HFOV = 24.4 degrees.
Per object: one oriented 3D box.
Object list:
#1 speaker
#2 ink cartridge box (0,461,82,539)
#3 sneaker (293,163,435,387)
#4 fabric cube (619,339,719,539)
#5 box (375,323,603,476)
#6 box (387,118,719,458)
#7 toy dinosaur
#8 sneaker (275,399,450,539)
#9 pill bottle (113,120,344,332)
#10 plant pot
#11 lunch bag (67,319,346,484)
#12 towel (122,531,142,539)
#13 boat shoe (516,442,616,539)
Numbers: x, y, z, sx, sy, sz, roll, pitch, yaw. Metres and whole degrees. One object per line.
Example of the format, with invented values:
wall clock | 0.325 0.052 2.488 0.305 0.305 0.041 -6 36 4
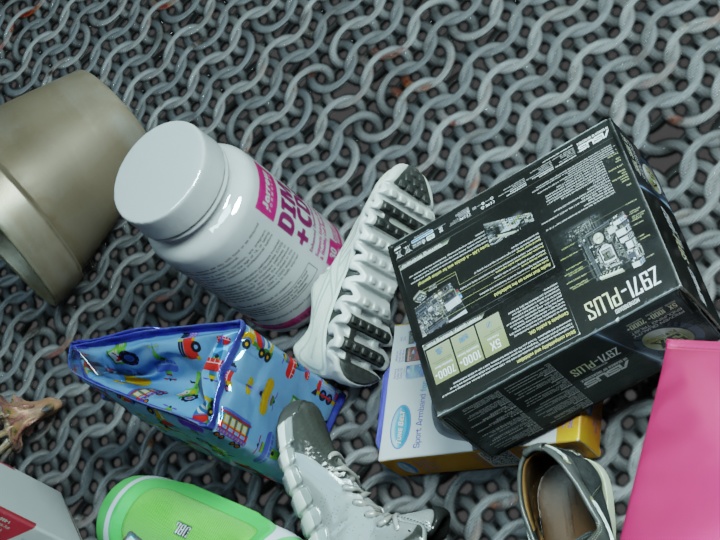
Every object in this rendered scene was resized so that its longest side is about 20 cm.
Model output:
speaker | -0.123 0.228 1.344 0.200 0.088 0.089 15 74 42
ink cartridge box | -0.367 0.263 1.464 0.200 0.146 0.083 -43 46 8
sneaker | 0.000 0.000 1.399 0.081 0.075 0.200 0 62 49
fabric cube | 0.284 0.173 0.992 0.200 0.196 0.200 1 64 38
box | 0.092 0.092 1.292 0.199 0.041 0.119 -9 59 30
box | 0.139 0.014 1.219 0.200 0.086 0.164 -31 50 17
toy dinosaur | -0.370 0.183 1.535 0.135 0.086 0.200 -13 43 45
sneaker | 0.011 0.181 1.275 0.115 0.075 0.201 -23 70 19
pill bottle | -0.109 -0.037 1.409 0.113 0.200 0.114 -18 55 28
plant pot | -0.300 -0.097 1.615 0.174 0.200 0.200 -44 45 -14
lunch bag | -0.141 0.110 1.380 0.200 0.151 0.094 1 65 37
towel | -0.153 0.317 1.261 0.200 0.022 0.147 42 73 9
boat shoe | 0.151 0.214 1.158 0.072 0.068 0.200 -26 53 21
